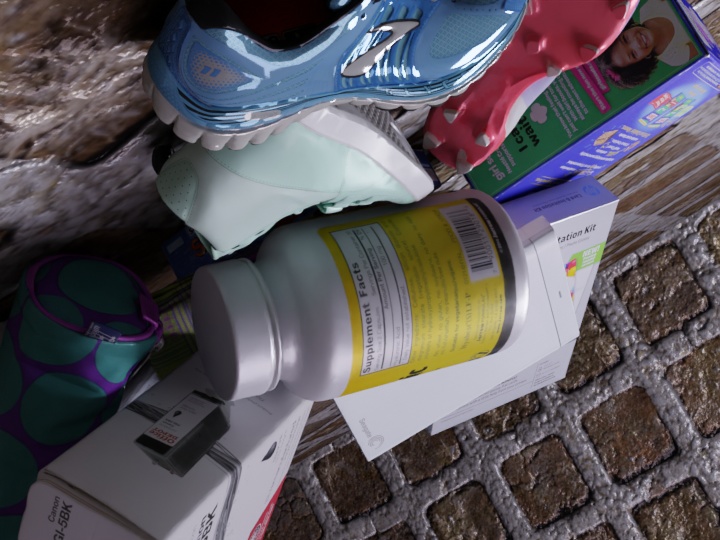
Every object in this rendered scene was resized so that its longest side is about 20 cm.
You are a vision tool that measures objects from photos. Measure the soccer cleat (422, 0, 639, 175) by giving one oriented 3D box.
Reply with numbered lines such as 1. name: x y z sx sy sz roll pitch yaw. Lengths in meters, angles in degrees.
1. soccer cleat: 0.107 -0.142 0.714 0.200 0.066 0.077 -49 -170 43

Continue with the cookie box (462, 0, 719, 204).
1. cookie box: 0.184 -0.131 0.885 0.199 0.076 0.171 -35 168 23

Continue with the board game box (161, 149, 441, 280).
1. board game box: -0.035 -0.042 0.816 0.135 0.035 0.199 -34 168 23

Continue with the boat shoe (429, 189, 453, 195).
1. boat shoe: 0.000 0.000 0.863 0.199 0.072 0.062 -36 156 -15

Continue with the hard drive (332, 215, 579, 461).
1. hard drive: 0.069 0.056 0.846 0.198 0.027 0.133 -30 138 -4

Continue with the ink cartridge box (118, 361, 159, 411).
1. ink cartridge box: -0.255 0.162 0.967 0.198 0.041 0.200 -32 -170 14

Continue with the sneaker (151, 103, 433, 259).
1. sneaker: -0.038 -0.055 0.643 0.118 0.074 0.200 -40 157 16

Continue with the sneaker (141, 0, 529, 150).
1. sneaker: 0.004 -0.116 0.489 0.198 0.079 0.090 -25 165 -25

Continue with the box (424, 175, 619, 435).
1. box: 0.123 0.030 0.921 0.154 0.041 0.202 -18 135 -29

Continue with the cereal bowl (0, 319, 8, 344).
1. cereal bowl: -0.251 0.108 0.799 0.198 0.084 0.200 -30 170 -6

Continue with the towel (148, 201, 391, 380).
1. towel: -0.052 0.027 0.780 0.198 0.023 0.145 -28 140 -9

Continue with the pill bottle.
1. pill bottle: -0.001 0.018 0.705 0.197 0.113 0.111 -12 162 -25

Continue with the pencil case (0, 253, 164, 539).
1. pencil case: -0.188 0.096 0.685 0.085 0.091 0.202 -99 -149 -65

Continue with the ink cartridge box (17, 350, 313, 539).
1. ink cartridge box: -0.119 0.151 0.684 0.200 0.082 0.149 -40 154 -61
